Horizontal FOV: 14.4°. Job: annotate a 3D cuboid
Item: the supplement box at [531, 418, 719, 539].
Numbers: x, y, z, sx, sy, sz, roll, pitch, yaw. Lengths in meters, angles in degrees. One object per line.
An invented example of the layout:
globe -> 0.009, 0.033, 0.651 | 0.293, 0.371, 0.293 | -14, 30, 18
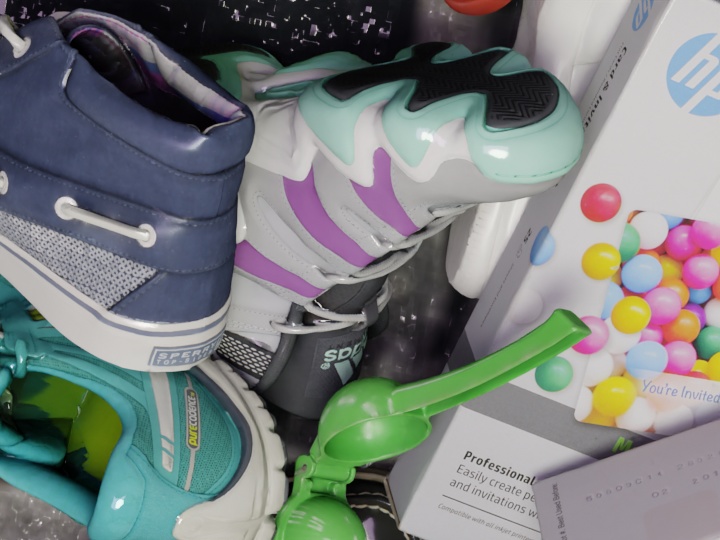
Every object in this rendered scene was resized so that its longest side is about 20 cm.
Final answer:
supplement box -> 0.139, 0.142, 0.925 | 0.108, 0.061, 0.200 | -20, 122, 9

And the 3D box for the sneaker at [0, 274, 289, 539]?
sneaker -> -0.104, 0.029, 0.934 | 0.200, 0.079, 0.078 | 35, 112, 41

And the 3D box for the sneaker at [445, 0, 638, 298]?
sneaker -> 0.098, -0.076, 0.938 | 0.088, 0.075, 0.201 | 17, 108, -7

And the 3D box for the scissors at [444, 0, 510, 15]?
scissors -> 0.077, -0.176, 0.927 | 0.200, 0.014, 0.073 | -56, 44, 10

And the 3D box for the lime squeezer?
lime squeezer -> 0.005, 0.081, 0.903 | 0.071, 0.038, 0.200 | 39, 110, 28

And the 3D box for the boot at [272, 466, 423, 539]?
boot -> -0.073, 0.130, 0.944 | 0.199, 0.151, 0.073 | -16, 97, 9

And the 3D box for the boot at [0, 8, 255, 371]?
boot -> -0.111, -0.055, 0.925 | 0.200, 0.073, 0.091 | 32, 125, 27

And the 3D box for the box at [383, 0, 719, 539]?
box -> 0.120, 0.019, 0.924 | 0.155, 0.041, 0.200 | 22, 107, -16

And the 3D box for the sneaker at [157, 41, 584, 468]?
sneaker -> 0.000, 0.000, 0.927 | 0.200, 0.078, 0.140 | 9, 113, 48
